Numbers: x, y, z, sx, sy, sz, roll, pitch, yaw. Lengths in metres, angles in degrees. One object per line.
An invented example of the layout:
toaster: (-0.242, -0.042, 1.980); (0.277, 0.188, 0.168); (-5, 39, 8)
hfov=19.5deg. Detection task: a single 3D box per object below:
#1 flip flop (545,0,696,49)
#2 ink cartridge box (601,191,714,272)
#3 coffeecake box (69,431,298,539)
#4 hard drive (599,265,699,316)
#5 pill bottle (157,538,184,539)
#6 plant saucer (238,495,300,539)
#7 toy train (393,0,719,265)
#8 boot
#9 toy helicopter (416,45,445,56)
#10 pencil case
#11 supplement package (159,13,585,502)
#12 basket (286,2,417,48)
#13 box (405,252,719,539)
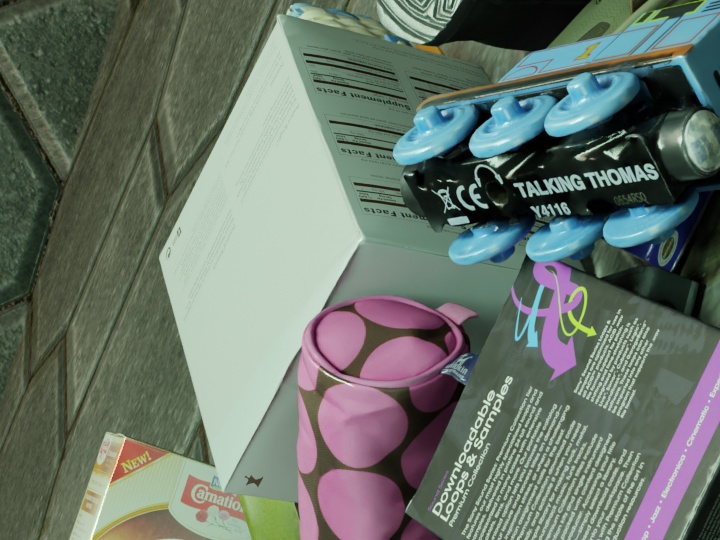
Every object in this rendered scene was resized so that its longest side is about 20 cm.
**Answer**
flip flop: (0.141, -0.159, 1.084); (0.200, 0.058, 0.081); (-46, 17, -2)
ink cartridge box: (0.141, -0.071, 1.097); (0.095, 0.037, 0.200); (-66, 18, 14)
coffeecake box: (-0.128, 0.228, 1.421); (0.073, 0.153, 0.201); (175, 114, -73)
hard drive: (0.098, 0.104, 1.022); (0.140, 0.033, 0.201); (158, 130, -70)
pill bottle: (-0.101, 0.224, 1.228); (0.200, 0.112, 0.113); (85, -163, -67)
plant saucer: (-0.059, 0.145, 1.301); (0.200, 0.031, 0.201); (163, 90, -84)
toy train: (0.104, -0.062, 0.975); (0.114, 0.087, 0.200); (-41, 20, -33)
boot: (0.109, -0.188, 1.130); (0.066, 0.200, 0.165); (49, 117, 22)
toy helicopter: (0.034, -0.207, 1.318); (0.133, 0.200, 0.079); (-64, 6, -15)
pencil case: (0.017, 0.113, 1.088); (0.091, 0.094, 0.201); (29, 130, 35)
supplement package: (0.000, 0.000, 1.196); (0.192, 0.147, 0.200); (-61, 32, 32)
basket: (0.002, -0.077, 1.396); (0.177, 0.139, 0.200); (-62, 32, 29)
box: (0.104, 0.079, 0.930); (0.200, 0.036, 0.143); (28, 93, 60)
